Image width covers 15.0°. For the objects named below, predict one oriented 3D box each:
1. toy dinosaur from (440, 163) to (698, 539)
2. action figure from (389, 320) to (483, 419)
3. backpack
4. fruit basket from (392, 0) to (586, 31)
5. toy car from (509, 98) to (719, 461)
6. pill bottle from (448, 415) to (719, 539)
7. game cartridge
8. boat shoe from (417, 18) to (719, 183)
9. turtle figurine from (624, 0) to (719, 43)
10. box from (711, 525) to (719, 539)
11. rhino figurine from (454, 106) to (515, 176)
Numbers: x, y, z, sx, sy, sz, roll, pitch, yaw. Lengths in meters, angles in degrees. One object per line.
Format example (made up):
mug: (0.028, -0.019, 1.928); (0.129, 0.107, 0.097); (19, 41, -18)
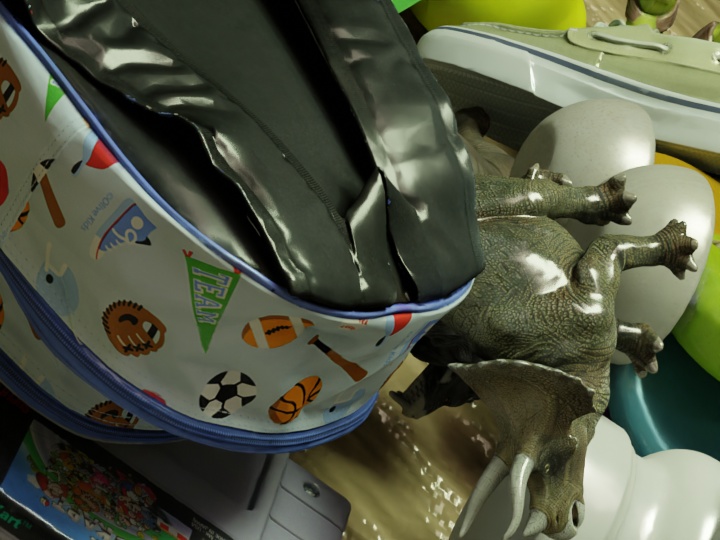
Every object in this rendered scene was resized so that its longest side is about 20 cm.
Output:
toy dinosaur: (0.053, -0.004, 0.990); (0.102, 0.077, 0.201); (-9, 55, -32)
action figure: (0.000, 0.000, 1.094); (0.200, 0.102, 0.119); (49, 25, 19)
backpack: (-0.061, -0.025, 0.932); (0.199, 0.154, 0.191); (-9, 47, -48)
fruit basket: (0.050, -0.192, 1.375); (0.215, 0.216, 0.156); (7, 40, -47)
toy car: (0.138, 0.032, 1.155); (0.174, 0.150, 0.200); (24, 15, -20)
pill bottle: (0.134, 0.140, 1.043); (0.199, 0.116, 0.116); (33, 29, -15)
game cartridge: (-0.096, 0.066, 0.951); (0.200, 0.038, 0.130); (36, 24, -10)
boat shoe: (0.122, -0.082, 1.263); (0.199, 0.072, 0.062); (17, 69, 16)
turtle figurine: (0.126, -0.089, 1.321); (0.199, 0.162, 0.064); (32, 17, 3)
box: (0.171, 0.178, 0.932); (0.152, 0.201, 0.106); (36, -15, -10)
rhino figurine: (0.047, -0.032, 1.239); (0.199, 0.060, 0.088); (22, 30, -35)
